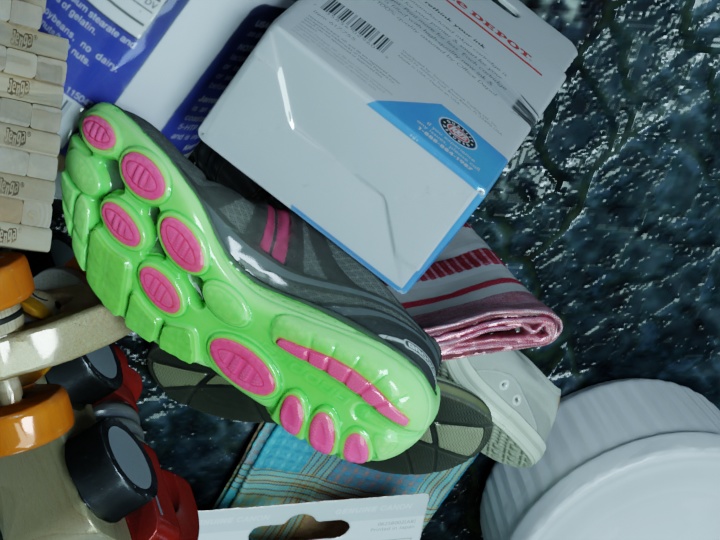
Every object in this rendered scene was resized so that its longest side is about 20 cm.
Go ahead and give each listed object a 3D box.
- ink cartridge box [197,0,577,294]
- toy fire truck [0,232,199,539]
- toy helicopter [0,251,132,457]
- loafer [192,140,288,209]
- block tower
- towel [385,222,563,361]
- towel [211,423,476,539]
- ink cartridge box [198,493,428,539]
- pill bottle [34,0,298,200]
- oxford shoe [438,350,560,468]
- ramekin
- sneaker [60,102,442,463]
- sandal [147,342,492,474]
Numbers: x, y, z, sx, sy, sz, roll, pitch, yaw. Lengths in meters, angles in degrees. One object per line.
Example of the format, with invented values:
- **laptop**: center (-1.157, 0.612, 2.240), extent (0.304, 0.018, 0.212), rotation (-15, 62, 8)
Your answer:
- **ink cartridge box**: center (0.021, -0.083, 0.883), extent (0.116, 0.200, 0.068), rotation (38, 120, 0)
- **toy fire truck**: center (-0.146, 0.104, 1.016), extent (0.128, 0.177, 0.200), rotation (-31, 147, 13)
- **toy helicopter**: center (-0.183, 0.027, 0.891), extent (0.199, 0.132, 0.079), rotation (-6, 106, 37)
- **loafer**: center (0.006, -0.046, 0.975), extent (0.199, 0.072, 0.073), rotation (-5, 144, -43)
- **block tower**: center (-0.157, -0.112, 0.804), extent (0.058, 0.054, 0.201), rotation (9, 87, -53)
- **towel**: center (0.000, 0.000, 0.959), extent (0.143, 0.200, 0.023), rotation (-7, 112, -13)
- **towel**: center (-0.023, 0.153, 1.189), extent (0.146, 0.022, 0.200), rotation (15, 121, -29)
- **ink cartridge box**: center (-0.052, 0.205, 1.186), extent (0.162, 0.057, 0.201), rotation (-3, 122, -17)
- **pill bottle**: center (-0.089, -0.135, 0.865), extent (0.119, 0.120, 0.200), rotation (25, 116, -34)
- **oxford shoe**: center (0.050, 0.037, 1.101), extent (0.200, 0.075, 0.058), rotation (46, 65, -32)
- **ramekin**: center (0.167, 0.158, 1.213), extent (0.201, 0.094, 0.203), rotation (-10, 130, -12)
- **sneaker**: center (-0.048, 0.003, 0.830), extent (0.200, 0.084, 0.077), rotation (42, 119, 2)
- **sandal**: center (-0.019, 0.058, 1.077), extent (0.200, 0.057, 0.080), rotation (18, 136, -5)
